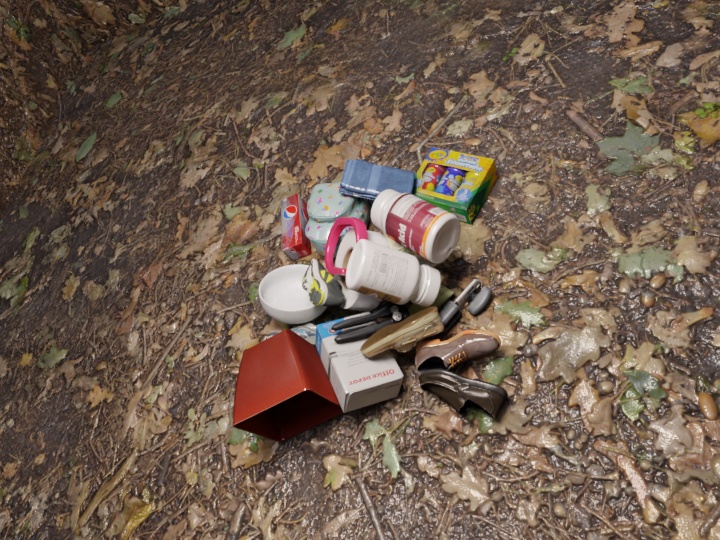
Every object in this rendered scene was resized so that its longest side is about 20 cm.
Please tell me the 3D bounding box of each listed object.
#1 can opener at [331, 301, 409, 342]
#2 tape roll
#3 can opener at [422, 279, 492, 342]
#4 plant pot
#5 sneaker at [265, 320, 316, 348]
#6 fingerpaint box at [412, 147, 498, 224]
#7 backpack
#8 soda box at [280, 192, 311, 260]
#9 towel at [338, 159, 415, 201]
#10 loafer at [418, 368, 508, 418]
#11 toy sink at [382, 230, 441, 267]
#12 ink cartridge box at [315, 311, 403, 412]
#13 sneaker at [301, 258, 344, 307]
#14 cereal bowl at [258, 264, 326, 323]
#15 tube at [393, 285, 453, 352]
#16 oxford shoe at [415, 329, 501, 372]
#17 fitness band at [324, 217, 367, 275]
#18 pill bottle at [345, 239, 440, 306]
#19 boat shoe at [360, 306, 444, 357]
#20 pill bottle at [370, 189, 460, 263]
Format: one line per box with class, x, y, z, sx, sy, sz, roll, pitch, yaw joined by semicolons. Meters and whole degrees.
can opener;0.026;0.123;1.215;0.197;0.079;0.065;-21;80;-23
tape roll;0.000;0.000;1.319;0.202;0.069;0.208;-29;57;60
can opener;0.226;0.106;1.219;0.200;0.053;0.067;-48;52;-6
plant pot;-0.173;0.259;1.213;0.197;0.200;0.179;-26;56;13
sneaker;-0.152;0.177;1.365;0.195;0.078;0.087;0;47;19
fingerpaint box;0.246;-0.234;1.416;0.197;0.074;0.169;22;72;35
backpack;-0.067;-0.145;1.471;0.172;0.154;0.204;1;63;20
soda box;-0.197;-0.133;1.583;0.069;0.064;0.203;-19;54;15
towel;0.046;-0.235;1.403;0.195;0.049;0.114;13;61;7
loafer;0.210;0.264;1.112;0.196;0.073;0.073;7;63;31
toy sink;0.132;-0.063;1.328;0.110;0.131;0.203;-22;51;11
ink cartridge box;-0.008;0.210;1.215;0.143;0.085;0.202;-11;48;-21
sneaker;-0.096;0.040;1.336;0.075;0.083;0.201;-61;25;19
cereal bowl;-0.172;0.074;1.401;0.195;0.085;0.202;0;36;0
tube;0.139;0.110;1.269;0.058;0.052;0.200;42;78;4
oxford shoe;0.214;0.187;1.150;0.196;0.072;0.073;-18;26;25
fitness band;-0.037;-0.059;1.300;0.199;0.037;0.147;8;88;65
pill bottle;0.074;0.013;1.173;0.114;0.196;0.117;-163;90;-74
boat shoe;0.095;0.152;1.168;0.197;0.066;0.071;-26;11;-2
pill bottle;0.123;-0.109;1.206;0.199;0.115;0.115;32;77;37
